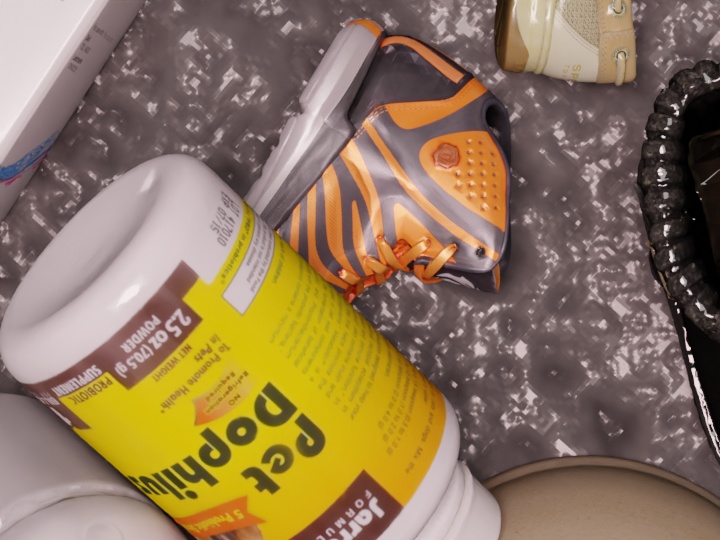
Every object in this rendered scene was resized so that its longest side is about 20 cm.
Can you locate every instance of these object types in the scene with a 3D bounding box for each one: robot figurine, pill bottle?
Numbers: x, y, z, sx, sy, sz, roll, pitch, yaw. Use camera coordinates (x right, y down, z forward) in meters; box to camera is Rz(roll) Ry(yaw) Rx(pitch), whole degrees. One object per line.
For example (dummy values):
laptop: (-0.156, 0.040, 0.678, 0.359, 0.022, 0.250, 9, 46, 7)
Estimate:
robot figurine: (-0.134, 0.123, 0.879, 0.169, 0.200, 0.113, 10, 105, -36)
pill bottle: (-0.037, 0.056, 0.855, 0.109, 0.109, 0.200, -46, 111, 0)

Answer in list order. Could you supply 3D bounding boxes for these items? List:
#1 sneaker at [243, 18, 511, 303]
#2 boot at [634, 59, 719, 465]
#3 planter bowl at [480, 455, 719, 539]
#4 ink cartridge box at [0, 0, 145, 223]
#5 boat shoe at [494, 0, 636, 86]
sneaker: (0.000, 0.000, 0.931, 0.112, 0.078, 0.200, 28, 89, 5)
boot: (0.167, 0.022, 0.881, 0.079, 0.158, 0.212, -26, 87, 2)
planter bowl: (0.097, 0.179, 0.891, 0.199, 0.135, 0.201, 0, 88, 2)
ink cartridge box: (-0.207, -0.081, 0.941, 0.145, 0.084, 0.200, 34, 90, 4)
boat shoe: (0.102, -0.182, 0.938, 0.063, 0.073, 0.202, 8, 91, -3)
